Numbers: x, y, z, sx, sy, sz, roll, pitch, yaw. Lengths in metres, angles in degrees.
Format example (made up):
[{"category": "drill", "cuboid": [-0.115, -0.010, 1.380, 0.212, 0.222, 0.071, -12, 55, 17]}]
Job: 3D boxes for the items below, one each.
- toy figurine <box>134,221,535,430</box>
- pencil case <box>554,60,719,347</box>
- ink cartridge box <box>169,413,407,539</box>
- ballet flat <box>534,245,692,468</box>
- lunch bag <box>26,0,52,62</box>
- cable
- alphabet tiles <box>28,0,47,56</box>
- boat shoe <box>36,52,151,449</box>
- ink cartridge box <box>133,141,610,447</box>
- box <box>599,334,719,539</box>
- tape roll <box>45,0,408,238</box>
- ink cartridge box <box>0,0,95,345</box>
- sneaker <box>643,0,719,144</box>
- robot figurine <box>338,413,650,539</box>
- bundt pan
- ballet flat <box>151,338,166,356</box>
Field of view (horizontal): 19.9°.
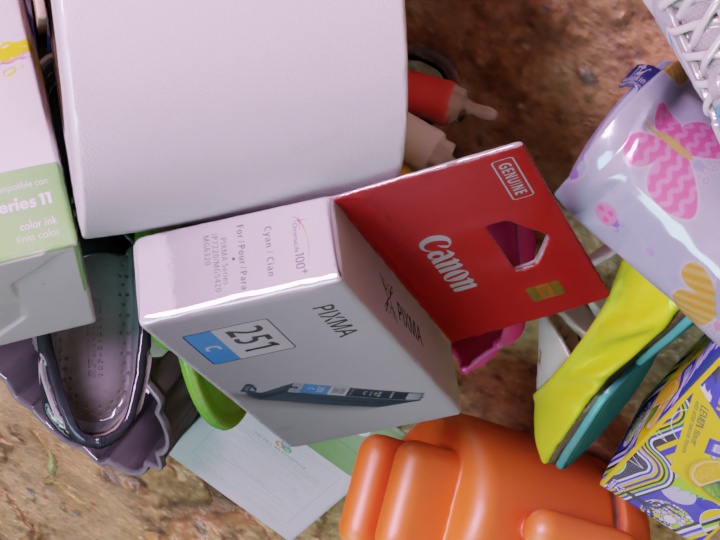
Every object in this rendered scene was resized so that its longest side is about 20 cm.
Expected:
[{"category": "toy figurine", "cuboid": [0.000, 0.000, 1.071, 0.183, 0.151, 0.200, -5, 169, 14]}, {"category": "pencil case", "cuboid": [0.183, -0.006, 0.933, 0.200, 0.091, 0.083, 44, 141, 7]}, {"category": "ink cartridge box", "cuboid": [-0.037, 0.091, 1.297, 0.104, 0.059, 0.200, 36, 146, -5]}, {"category": "ballet flat", "cuboid": [0.130, 0.031, 1.074, 0.067, 0.067, 0.200, 46, 144, 10]}, {"category": "lunch bag", "cuboid": [-0.192, -0.097, 1.128, 0.136, 0.132, 0.201, 37, 150, 31]}, {"category": "cable", "cuboid": [-0.028, -0.096, 1.008, 0.199, 0.098, 0.050, 26, 159, 1]}, {"category": "alphabet tiles", "cuboid": [-0.161, -0.189, 0.950, 0.200, 0.006, 0.168, 171, 90, -81]}, {"category": "boat shoe", "cuboid": [-0.135, -0.011, 1.036, 0.060, 0.075, 0.202, -150, 53, -74]}, {"category": "ink cartridge box", "cuboid": [0.015, 0.018, 0.935, 0.175, 0.045, 0.200, -14, 157, 14]}, {"category": "box", "cuboid": [0.200, 0.067, 1.065, 0.070, 0.064, 0.200, 32, 146, 1]}, {"category": "tape roll", "cuboid": [-0.067, -0.121, 0.890, 0.138, 0.204, 0.203, -7, 144, -8]}, {"category": "ink cartridge box", "cuboid": [-0.178, -0.078, 0.945, 0.067, 0.201, 0.117, -14, 163, -8]}, {"category": "sneaker", "cuboid": [0.167, -0.092, 0.875, 0.200, 0.087, 0.075, 42, 147, -10]}, {"category": "robot figurine", "cuboid": [0.085, 0.150, 1.191, 0.199, 0.117, 0.144, 20, 132, -30]}, {"category": "bundt pan", "cuboid": [-0.171, 0.029, 1.297, 0.201, 0.076, 0.203, 32, 148, 23]}, {"category": "ballet flat", "cuboid": [-0.115, 0.017, 1.155, 0.067, 0.199, 0.067, -45, 70, 27]}]
